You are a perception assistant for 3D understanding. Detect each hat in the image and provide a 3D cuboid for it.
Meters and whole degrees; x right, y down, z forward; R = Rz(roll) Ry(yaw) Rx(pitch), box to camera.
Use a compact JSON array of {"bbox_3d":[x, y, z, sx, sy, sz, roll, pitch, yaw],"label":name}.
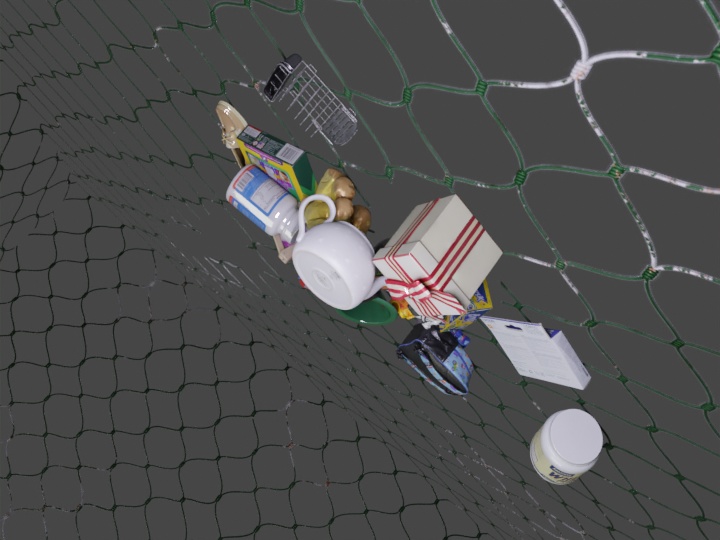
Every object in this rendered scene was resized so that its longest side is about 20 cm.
[{"bbox_3d":[0.018,0.028,1.820,0.195,0.181,0.166,-4,148,29],"label":"hat"}]

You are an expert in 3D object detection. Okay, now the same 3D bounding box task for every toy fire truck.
[{"bbox_3d":[-0.160,-0.049,1.777,0.137,0.205,0.049,7,147,-25],"label":"toy fire truck"}]

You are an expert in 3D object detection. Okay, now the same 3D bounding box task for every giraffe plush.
[{"bbox_3d":[-0.042,-0.109,1.608,0.160,0.177,0.199,25,138,-31],"label":"giraffe plush"}]

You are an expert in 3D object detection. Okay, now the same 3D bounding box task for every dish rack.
[{"bbox_3d":[-0.096,-0.327,1.392,0.200,0.055,0.153,46,160,-10],"label":"dish rack"}]

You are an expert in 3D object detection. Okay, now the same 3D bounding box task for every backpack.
[{"bbox_3d":[0.214,0.223,1.805,0.200,0.135,0.182,43,160,-3],"label":"backpack"}]

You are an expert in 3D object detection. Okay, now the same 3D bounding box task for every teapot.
[{"bbox_3d":[-0.040,-0.032,1.456,0.194,0.147,0.203,27,150,25],"label":"teapot"}]

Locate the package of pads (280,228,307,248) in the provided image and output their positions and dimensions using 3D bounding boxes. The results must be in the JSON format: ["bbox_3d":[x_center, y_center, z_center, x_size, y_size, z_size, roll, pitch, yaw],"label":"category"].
[{"bbox_3d":[-0.147,-0.085,1.941,0.121,0.076,0.198,51,158,-17],"label":"package of pads"}]

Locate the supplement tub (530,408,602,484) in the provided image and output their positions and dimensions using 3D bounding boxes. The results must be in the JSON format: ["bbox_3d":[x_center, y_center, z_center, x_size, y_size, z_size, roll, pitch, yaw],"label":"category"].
[{"bbox_3d":[0.493,0.421,1.674,0.143,0.146,0.201,34,159,17],"label":"supplement tub"}]

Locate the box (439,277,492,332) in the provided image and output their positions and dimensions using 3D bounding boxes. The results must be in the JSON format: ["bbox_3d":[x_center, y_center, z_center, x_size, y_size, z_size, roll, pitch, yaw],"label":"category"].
[{"bbox_3d":[0.227,0.080,1.561,0.200,0.062,0.072,119,142,-70],"label":"box"}]

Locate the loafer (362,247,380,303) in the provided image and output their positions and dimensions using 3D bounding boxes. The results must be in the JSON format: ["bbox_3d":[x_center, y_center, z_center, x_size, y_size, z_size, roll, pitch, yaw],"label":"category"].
[{"bbox_3d":[0.000,0.000,1.708,0.073,0.071,0.203,41,-153,-30],"label":"loafer"}]

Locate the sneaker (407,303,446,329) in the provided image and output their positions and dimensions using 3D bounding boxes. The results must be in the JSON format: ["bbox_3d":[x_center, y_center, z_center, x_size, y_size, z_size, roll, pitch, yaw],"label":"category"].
[{"bbox_3d":[0.148,0.075,1.547,0.089,0.067,0.200,35,163,0],"label":"sneaker"}]

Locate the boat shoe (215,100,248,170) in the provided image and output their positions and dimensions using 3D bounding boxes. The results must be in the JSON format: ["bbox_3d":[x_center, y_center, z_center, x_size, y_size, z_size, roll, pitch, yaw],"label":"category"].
[{"bbox_3d":[-0.312,-0.332,1.759,0.073,0.067,0.202,22,151,42],"label":"boat shoe"}]

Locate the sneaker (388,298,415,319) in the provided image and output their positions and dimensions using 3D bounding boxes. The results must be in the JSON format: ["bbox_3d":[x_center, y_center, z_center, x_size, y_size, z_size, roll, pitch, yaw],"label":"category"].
[{"bbox_3d":[0.143,0.096,1.768,0.073,0.077,0.198,50,157,-20],"label":"sneaker"}]

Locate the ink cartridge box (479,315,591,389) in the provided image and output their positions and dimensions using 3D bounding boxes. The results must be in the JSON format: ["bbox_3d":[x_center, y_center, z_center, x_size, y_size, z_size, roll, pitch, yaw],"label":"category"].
[{"bbox_3d":[0.377,0.163,1.520,0.201,0.041,0.198,52,158,-23],"label":"ink cartridge box"}]

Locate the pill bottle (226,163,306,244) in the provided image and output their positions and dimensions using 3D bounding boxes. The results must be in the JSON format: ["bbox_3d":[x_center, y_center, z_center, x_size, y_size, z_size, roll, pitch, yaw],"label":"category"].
[{"bbox_3d":[-0.224,-0.158,1.714,0.198,0.113,0.113,39,160,5],"label":"pill bottle"}]

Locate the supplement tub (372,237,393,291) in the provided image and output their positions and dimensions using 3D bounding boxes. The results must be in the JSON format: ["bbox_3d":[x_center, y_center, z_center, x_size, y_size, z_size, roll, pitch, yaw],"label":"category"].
[{"bbox_3d":[0.096,-0.015,1.565,0.123,0.123,0.199,47,160,-18],"label":"supplement tub"}]

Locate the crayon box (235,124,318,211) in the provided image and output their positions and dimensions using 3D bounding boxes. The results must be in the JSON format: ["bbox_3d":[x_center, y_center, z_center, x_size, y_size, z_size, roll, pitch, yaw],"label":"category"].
[{"bbox_3d":[-0.199,-0.250,1.729,0.197,0.059,0.174,29,158,29],"label":"crayon box"}]

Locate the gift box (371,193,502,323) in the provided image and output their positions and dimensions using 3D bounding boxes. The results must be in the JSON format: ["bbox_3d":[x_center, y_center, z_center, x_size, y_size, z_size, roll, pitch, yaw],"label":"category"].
[{"bbox_3d":[0.156,-0.008,1.374,0.200,0.188,0.184,46,160,-11],"label":"gift box"}]
